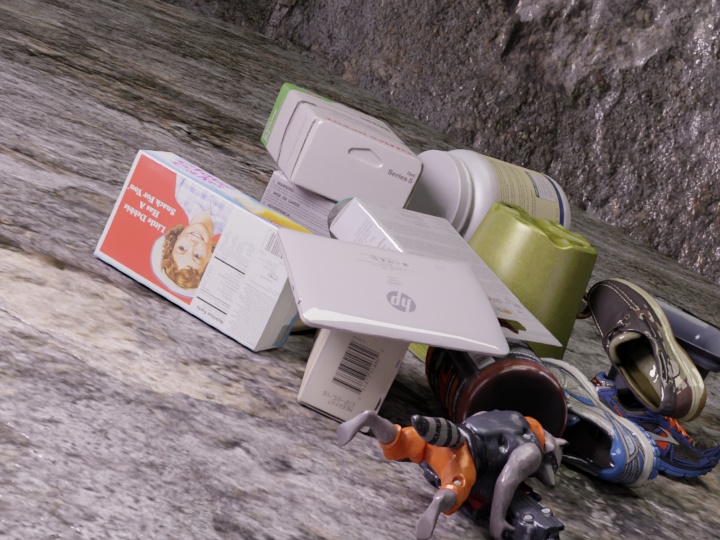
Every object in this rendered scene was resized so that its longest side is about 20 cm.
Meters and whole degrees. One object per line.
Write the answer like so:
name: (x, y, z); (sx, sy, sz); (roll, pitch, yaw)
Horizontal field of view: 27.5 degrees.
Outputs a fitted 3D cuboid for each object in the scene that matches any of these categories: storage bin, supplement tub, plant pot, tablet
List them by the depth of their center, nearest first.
tablet: (0.028, 0.018, 1.288); (0.199, 0.014, 0.130); (10, 35, -24)
supplement tub: (0.124, 0.107, 1.426); (0.106, 0.108, 0.200); (21, 12, -16)
plant pot: (0.171, 0.031, 1.652); (0.199, 0.185, 0.200); (24, 12, -6)
storage bin: (0.342, 0.117, 1.752); (0.145, 0.135, 0.200); (26, 11, 5)
supplement tub: (0.153, -0.070, 1.856); (0.199, 0.146, 0.145); (13, 17, -40)

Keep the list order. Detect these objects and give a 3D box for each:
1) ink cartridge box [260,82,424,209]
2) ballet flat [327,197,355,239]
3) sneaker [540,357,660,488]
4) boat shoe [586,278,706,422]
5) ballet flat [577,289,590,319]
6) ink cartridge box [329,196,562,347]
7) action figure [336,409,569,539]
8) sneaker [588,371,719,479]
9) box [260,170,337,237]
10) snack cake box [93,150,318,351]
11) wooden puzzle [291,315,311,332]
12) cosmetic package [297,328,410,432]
ink cartridge box: (-0.025, -0.141, 1.738); (0.145, 0.084, 0.200); (21, 13, -19)
ballet flat: (0.000, 0.000, 1.609); (0.200, 0.067, 0.064); (79, -11, -55)
sneaker: (0.210, 0.149, 1.497); (0.200, 0.077, 0.085); (33, 19, 36)
boat shoe: (0.297, 0.079, 1.584); (0.066, 0.072, 0.201); (9, 37, -38)
ballet flat: (0.231, 0.021, 1.834); (0.199, 0.068, 0.062); (12, 29, -46)
ink cartridge box: (0.083, 0.015, 1.426); (0.162, 0.057, 0.200); (11, 36, -52)
action figure: (0.105, 0.161, 1.172); (0.193, 0.105, 0.200); (-2, 26, -46)
sneaker: (0.318, 0.170, 1.609); (0.199, 0.079, 0.075); (20, 14, -24)
box: (-0.050, -0.056, 1.777); (0.112, 0.102, 0.200); (28, 12, 11)
snack cake box: (-0.143, -0.021, 1.409); (0.199, 0.116, 0.067); (30, 12, 19)
wooden puzzle: (-0.098, 0.002, 1.569); (0.185, 0.047, 0.200); (31, 13, 25)
cosmetic package: (-0.001, 0.063, 1.367); (0.073, 0.104, 0.200); (25, 11, -4)
